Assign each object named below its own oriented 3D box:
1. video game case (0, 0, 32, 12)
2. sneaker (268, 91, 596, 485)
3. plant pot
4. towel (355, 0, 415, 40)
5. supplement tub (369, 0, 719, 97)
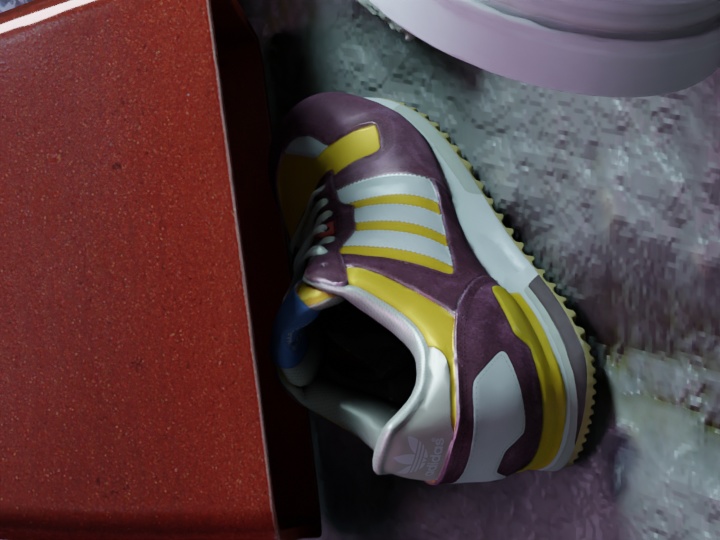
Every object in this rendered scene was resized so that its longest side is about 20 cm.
[{"bbox_3d":[-0.152,-0.110,1.179,0.143,0.019,0.201,40,133,14],"label":"video game case"},{"bbox_3d":[0.000,0.000,1.005,0.200,0.090,0.075,48,134,46],"label":"sneaker"},{"bbox_3d":[-0.118,0.009,1.049,0.200,0.175,0.201,48,-145,-84],"label":"plant pot"},{"bbox_3d":[-0.011,-0.180,1.056,0.200,0.034,0.133,44,133,50],"label":"towel"},{"bbox_3d":[0.075,-0.165,0.797,0.146,0.145,0.201,52,137,43],"label":"supplement tub"}]
